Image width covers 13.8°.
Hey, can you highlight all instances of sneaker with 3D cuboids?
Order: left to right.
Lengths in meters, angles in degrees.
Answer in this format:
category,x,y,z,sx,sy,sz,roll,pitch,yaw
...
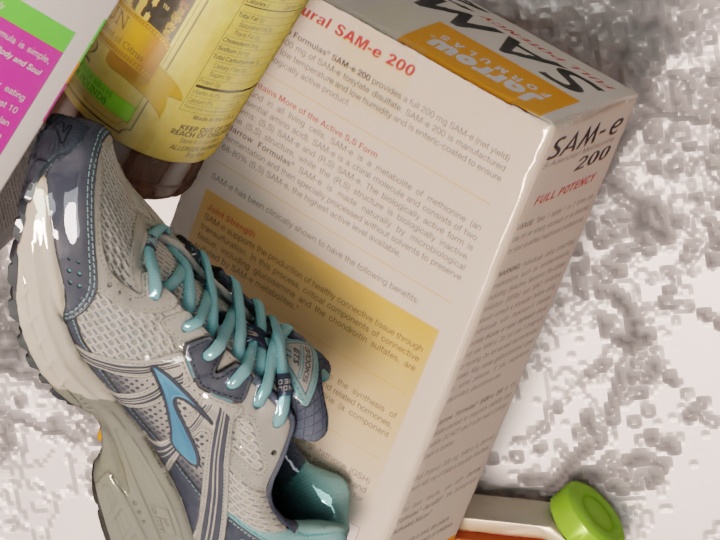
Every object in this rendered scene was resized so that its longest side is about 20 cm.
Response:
category,x,y,z,sx,sy,sz,roll,pitch,yaw
sneaker,-0.054,0.025,0.992,0.086,0.078,0.200,-5,132,17

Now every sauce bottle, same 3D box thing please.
category,x,y,z,sx,sy,sz,roll,pitch,yaw
sauce bottle,-0.038,-0.115,0.979,0.065,0.065,0.200,32,117,0

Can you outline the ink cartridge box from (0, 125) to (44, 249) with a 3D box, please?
category,x,y,z,sx,sy,sz,roll,pitch,yaw
ink cartridge box,-0.164,-0.071,1.022,0.076,0.200,0.137,-7,108,16

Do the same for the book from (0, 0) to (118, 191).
category,x,y,z,sx,sy,sz,roll,pitch,yaw
book,-0.178,-0.040,0.920,0.134,0.048,0.200,32,93,-25

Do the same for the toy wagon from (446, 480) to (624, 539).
category,x,y,z,sx,sy,sz,roll,pitch,yaw
toy wagon,0.044,0.147,1.143,0.155,0.040,0.200,-41,97,22

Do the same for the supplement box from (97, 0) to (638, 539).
category,x,y,z,sx,sy,sz,roll,pitch,yaw
supplement box,0.000,0.000,1.063,0.126,0.074,0.200,32,116,22
